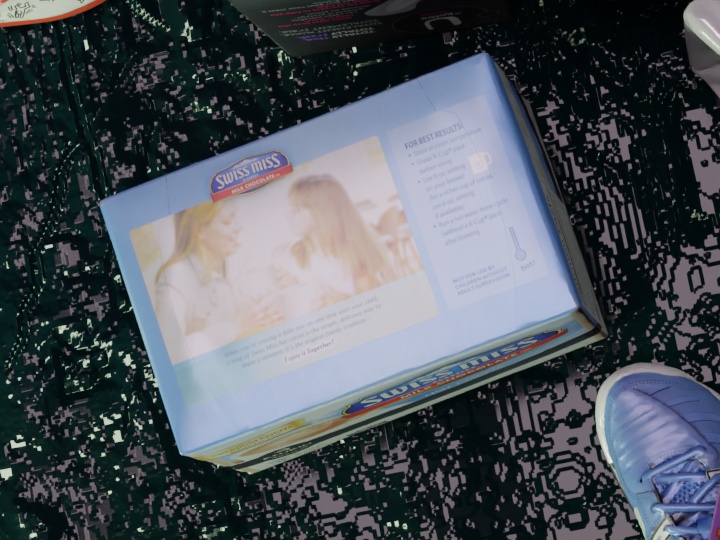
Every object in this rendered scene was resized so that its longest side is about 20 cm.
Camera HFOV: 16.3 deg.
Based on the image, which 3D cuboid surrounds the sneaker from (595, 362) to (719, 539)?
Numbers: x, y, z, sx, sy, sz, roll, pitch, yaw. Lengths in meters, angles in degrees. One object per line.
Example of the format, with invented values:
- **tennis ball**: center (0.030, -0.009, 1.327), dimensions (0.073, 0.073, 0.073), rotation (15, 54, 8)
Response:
- **sneaker**: center (0.175, 0.128, 1.177), dimensions (0.076, 0.077, 0.200), rotation (-34, 77, 7)

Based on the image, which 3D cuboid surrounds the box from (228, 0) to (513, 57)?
- **box**: center (-0.004, -0.177, 1.186), dimensions (0.122, 0.200, 0.106), rotation (-8, 82, 10)

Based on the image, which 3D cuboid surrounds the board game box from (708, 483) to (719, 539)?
- **board game box**: center (0.207, 0.145, 1.098), dimensions (0.120, 0.032, 0.200), rotation (12, 93, 33)

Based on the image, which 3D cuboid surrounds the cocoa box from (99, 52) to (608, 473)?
- **cocoa box**: center (0.000, 0.000, 1.199), dimensions (0.200, 0.131, 0.134), rotation (-21, 80, 8)

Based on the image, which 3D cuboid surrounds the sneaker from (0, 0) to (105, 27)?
- **sneaker**: center (-0.195, -0.161, 1.269), dimensions (0.201, 0.108, 0.067), rotation (-18, 80, 8)

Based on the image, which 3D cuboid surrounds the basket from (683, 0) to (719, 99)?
- **basket**: center (0.259, -0.077, 1.156), dimensions (0.123, 0.136, 0.200), rotation (-43, 78, 1)
